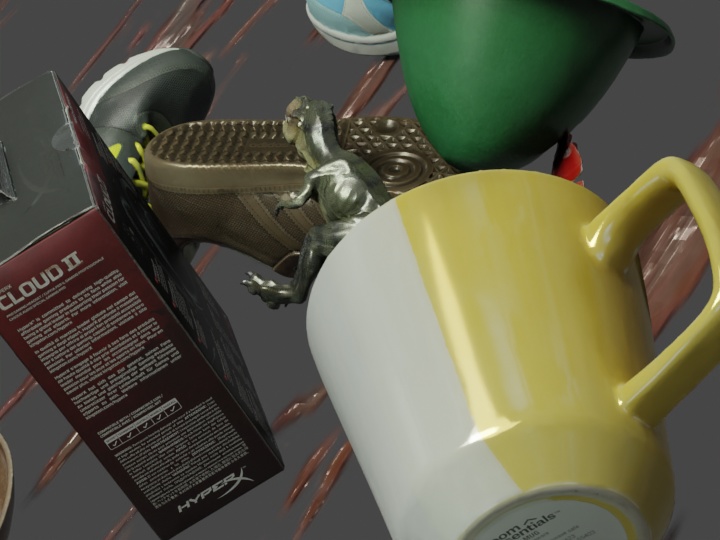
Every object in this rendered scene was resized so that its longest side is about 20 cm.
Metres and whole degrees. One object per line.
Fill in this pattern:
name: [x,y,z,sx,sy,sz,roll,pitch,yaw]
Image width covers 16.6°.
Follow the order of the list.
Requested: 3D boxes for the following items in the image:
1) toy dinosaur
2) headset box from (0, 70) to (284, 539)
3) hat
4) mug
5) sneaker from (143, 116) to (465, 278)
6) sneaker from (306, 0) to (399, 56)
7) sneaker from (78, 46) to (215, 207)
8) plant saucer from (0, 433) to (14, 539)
toy dinosaur: [0.000,0.000,1.193,0.088,0.047,0.200,-48,64,16]
headset box: [-0.128,0.009,1.201,0.077,0.200,0.149,-32,33,4]
hat: [0.060,-0.052,1.225,0.165,0.200,0.176,12,86,3]
mug: [0.065,0.049,1.014,0.149,0.187,0.153,3,41,-14]
sneaker: [-0.013,-0.034,1.286,0.200,0.076,0.070,7,37,18]
sneaker: [0.022,-0.188,1.383,0.200,0.131,0.080,4,51,46]
sneaker: [-0.139,-0.038,1.405,0.085,0.074,0.200,25,74,47]
plant saucer: [-0.254,0.159,1.275,0.200,0.037,0.201,-23,35,18]
